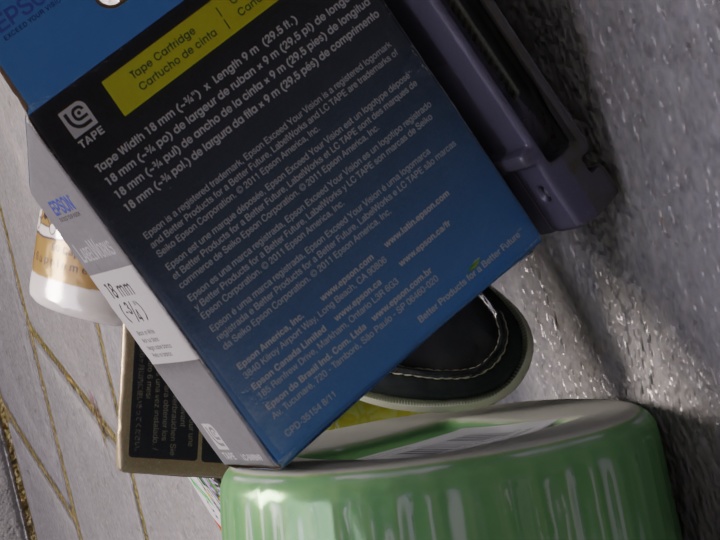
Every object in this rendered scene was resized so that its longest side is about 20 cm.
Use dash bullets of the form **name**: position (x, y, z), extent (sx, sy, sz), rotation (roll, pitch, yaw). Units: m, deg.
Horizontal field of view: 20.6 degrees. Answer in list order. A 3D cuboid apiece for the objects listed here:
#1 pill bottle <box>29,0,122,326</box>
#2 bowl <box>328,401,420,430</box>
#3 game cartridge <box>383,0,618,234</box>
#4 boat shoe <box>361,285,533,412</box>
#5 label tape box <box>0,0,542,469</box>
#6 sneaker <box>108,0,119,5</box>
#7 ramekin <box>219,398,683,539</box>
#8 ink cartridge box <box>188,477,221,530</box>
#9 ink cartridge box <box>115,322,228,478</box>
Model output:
- **pill bottle**: position (-0.135, -0.073, 1.214), extent (0.114, 0.113, 0.202), rotation (-155, 73, -68)
- **bowl**: position (0.003, 0.126, 1.049), extent (0.200, 0.107, 0.202), rotation (163, 90, -72)
- **game cartridge**: position (0.010, -0.097, 0.805), extent (0.201, 0.038, 0.129), rotation (55, 153, -11)
- **boat shoe**: position (-0.019, -0.001, 0.859), extent (0.198, 0.075, 0.066), rotation (29, 169, 27)
- **label tape box**: position (-0.045, -0.048, 0.756), extent (0.201, 0.144, 0.063), rotation (55, 159, -11)
- **sneaker**: position (-0.087, -0.171, 0.891), extent (0.091, 0.066, 0.202), rotation (-131, 27, -50)
- **ramekin**: position (0.037, 0.113, 0.792), extent (0.200, 0.198, 0.099), rotation (178, 84, -72)
- **ink cartridge box**: position (-0.059, 0.160, 1.261), extent (0.109, 0.050, 0.201), rotation (35, 156, 54)
- **ink cartridge box**: position (-0.081, 0.009, 1.035), extent (0.200, 0.074, 0.167), rotation (-100, 14, -84)
